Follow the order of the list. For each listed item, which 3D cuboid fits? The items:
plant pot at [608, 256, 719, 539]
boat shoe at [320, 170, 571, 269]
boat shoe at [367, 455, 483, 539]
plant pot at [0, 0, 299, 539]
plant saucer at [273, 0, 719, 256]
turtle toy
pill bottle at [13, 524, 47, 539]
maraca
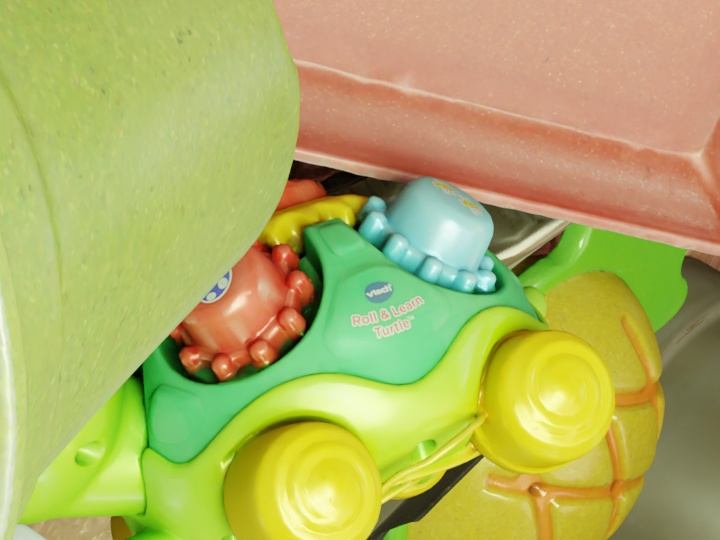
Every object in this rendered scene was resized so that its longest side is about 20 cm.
[{"bbox_3d":[0.179,0.119,1.160,0.200,0.173,0.201,-38,145,-34],"label":"plant pot"},{"bbox_3d":[0.000,0.000,0.829,0.199,0.072,0.065,-34,176,-5],"label":"boat shoe"},{"bbox_3d":[-0.036,0.091,0.888,0.200,0.068,0.072,-43,165,10],"label":"boat shoe"},{"bbox_3d":[-0.111,-0.024,0.548,0.184,0.200,0.201,-37,147,-57],"label":"plant pot"},{"bbox_3d":[0.058,-0.113,0.690,0.198,0.037,0.201,12,118,-20],"label":"plant saucer"},{"bbox_3d":[-0.033,0.032,0.703,0.199,0.102,0.146,-19,178,-25],"label":"turtle toy"},{"bbox_3d":[-0.156,0.161,0.700,0.200,0.111,0.112,-42,147,-32],"label":"pill bottle"},{"bbox_3d":[0.072,0.045,0.978,0.201,0.107,0.137,-56,151,-10],"label":"maraca"}]
